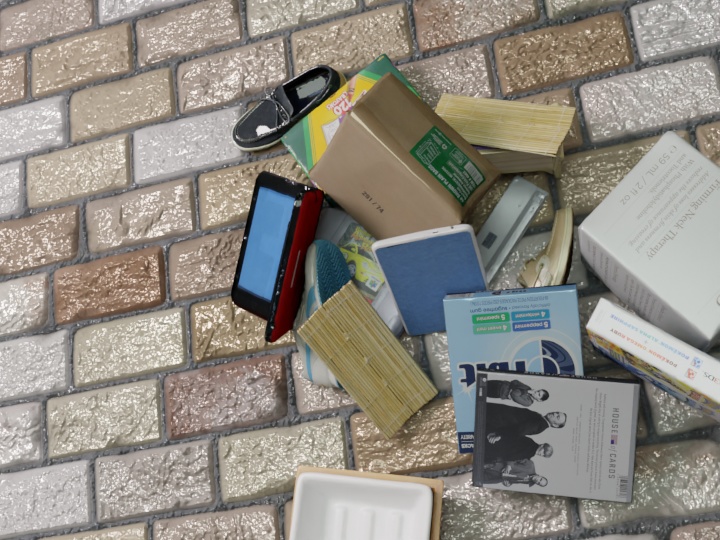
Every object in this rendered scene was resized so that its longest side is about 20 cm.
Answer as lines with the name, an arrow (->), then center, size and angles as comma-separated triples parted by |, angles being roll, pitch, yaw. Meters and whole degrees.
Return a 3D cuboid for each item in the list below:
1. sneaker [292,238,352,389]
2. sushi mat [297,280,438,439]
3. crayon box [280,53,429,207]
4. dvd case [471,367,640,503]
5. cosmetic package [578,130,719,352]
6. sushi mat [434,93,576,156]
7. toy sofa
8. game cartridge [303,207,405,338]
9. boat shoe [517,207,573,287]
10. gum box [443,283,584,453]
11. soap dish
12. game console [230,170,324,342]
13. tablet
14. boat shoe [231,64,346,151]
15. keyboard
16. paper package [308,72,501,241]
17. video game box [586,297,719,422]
sneaker -> -0.056, 0.060, 1.262 | 0.080, 0.076, 0.204 | -1, 96, 39
sushi mat -> 0.011, 0.119, 1.218 | 0.095, 0.012, 0.201 | -39, 105, -2
crayon box -> -0.003, -0.204, 1.358 | 0.199, 0.058, 0.119 | -39, 69, 2
dvd case -> 0.238, 0.203, 1.144 | 0.196, 0.025, 0.154 | 3, 100, 11
cosmetic package -> 0.396, -0.025, 1.139 | 0.168, 0.166, 0.200 | -46, 69, -1
sushi mat -> 0.183, -0.196, 1.237 | 0.197, 0.012, 0.096 | 12, 49, 27
toy sofa -> 0.179, -0.178, 1.277 | 0.196, 0.098, 0.084 | -4, 67, 15
game cartridge -> 0.000, 0.000, 1.314 | 0.198, 0.041, 0.134 | 32, 81, 21
boat shoe -> 0.239, 0.011, 1.226 | 0.064, 0.072, 0.204 | 12, 84, 17
gum box -> 0.198, 0.126, 1.177 | 0.166, 0.045, 0.204 | -4, 99, 14
soap dish -> 0.007, 0.341, 1.190 | 0.196, 0.081, 0.161 | 2, 75, 16
game console -> -0.129, -0.024, 1.269 | 0.116, 0.172, 0.204 | 14, 99, 7
tablet -> 0.099, 0.016, 1.198 | 0.128, 0.201, 0.014 | -10, 50, 12
boat shoe -> -0.114, -0.249, 1.401 | 0.198, 0.062, 0.076 | -28, 71, 8
keyboard -> 0.185, -0.038, 1.287 | 0.056, 0.011, 0.202 | 31, 85, 26
paper package -> 0.051, -0.125, 1.210 | 0.200, 0.191, 0.104 | 43, 64, 0
video game box -> 0.359, 0.110, 1.095 | 0.180, 0.200, 0.047 | 28, 87, 21
